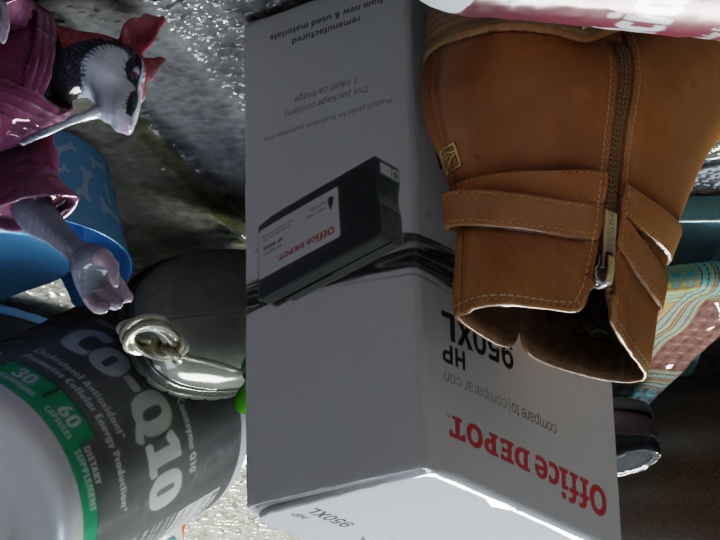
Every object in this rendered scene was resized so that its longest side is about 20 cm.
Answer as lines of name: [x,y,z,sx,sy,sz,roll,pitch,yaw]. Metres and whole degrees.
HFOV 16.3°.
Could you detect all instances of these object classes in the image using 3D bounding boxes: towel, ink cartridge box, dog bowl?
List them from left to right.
dog bowl: [-0.189,-0.013,1.103,0.199,0.050,0.111,-18,152,33]
ink cartridge box: [0.028,0.009,0.971,0.084,0.201,0.144,-16,154,32]
towel: [0.080,0.043,1.165,0.199,0.022,0.147,-5,151,-30]

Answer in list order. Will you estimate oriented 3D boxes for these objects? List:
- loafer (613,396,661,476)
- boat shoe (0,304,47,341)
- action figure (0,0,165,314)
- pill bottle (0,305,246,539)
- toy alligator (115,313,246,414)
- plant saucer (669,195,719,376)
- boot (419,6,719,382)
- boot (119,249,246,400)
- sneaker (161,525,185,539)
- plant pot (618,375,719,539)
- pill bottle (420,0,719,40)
loafer: [0.061,0.106,1.179,0.199,0.063,0.072,-6,151,-31]
boat shoe: [-0.222,0.054,1.232,0.199,0.069,0.084,8,156,-20]
action figure: [-0.163,-0.055,0.937,0.199,0.135,0.149,-19,-150,-29]
pill bottle: [-0.120,0.074,1.135,0.113,0.114,0.200,-17,-174,33]
toy alligator: [-0.010,0.063,1.066,0.199,0.055,0.059,11,144,-22]
plant saucer: [0.140,0.010,1.217,0.069,0.019,0.200,-1,158,-2]
boot: [0.107,-0.035,0.929,0.199,0.156,0.077,17,151,-38]
boot: [0.000,0.000,1.113,0.199,0.068,0.130,-5,162,-45]
sneaker: [-0.157,0.123,1.369,0.070,0.094,0.200,-14,155,27]
plant pot: [0.224,0.133,1.310,0.197,0.201,0.200,1,158,13]
pill bottle: [0.072,-0.130,0.755,0.199,0.115,0.114,5,157,-14]
